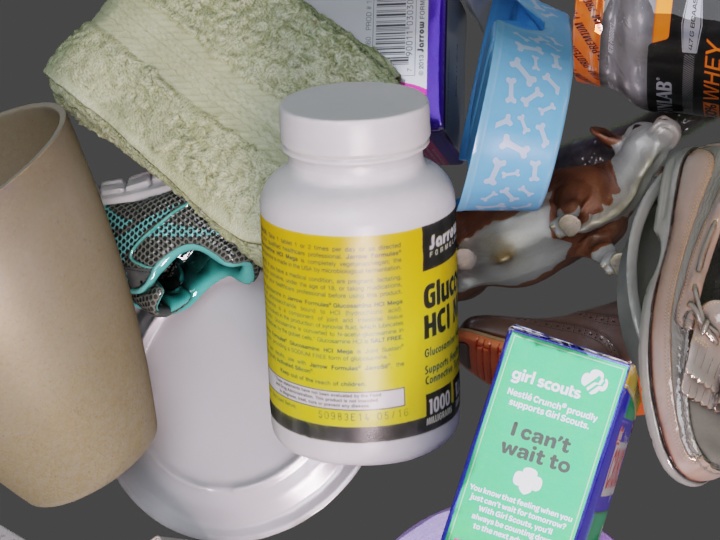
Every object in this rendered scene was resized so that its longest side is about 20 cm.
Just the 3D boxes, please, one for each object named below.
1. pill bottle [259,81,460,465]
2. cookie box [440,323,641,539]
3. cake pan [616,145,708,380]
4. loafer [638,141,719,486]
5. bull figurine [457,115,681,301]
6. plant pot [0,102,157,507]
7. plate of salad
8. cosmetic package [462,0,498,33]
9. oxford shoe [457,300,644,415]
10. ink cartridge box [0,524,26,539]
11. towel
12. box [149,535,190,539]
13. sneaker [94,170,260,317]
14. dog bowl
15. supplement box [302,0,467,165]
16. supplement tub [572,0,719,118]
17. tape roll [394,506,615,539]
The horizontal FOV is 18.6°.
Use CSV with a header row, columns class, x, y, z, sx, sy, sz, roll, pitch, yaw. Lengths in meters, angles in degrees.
class,x,y,z,sx,sy,sz,roll,pitch,yaw
pill bottle,0.000,0.000,1.253,0.112,0.113,0.201,2,110,12
cookie box,0.091,0.145,1.209,0.075,0.171,0.201,16,84,11
cake pan,0.230,0.025,1.284,0.199,0.037,0.201,10,67,-26
loafer,0.196,0.016,1.202,0.063,0.072,0.201,-19,55,43
bull figurine,0.111,-0.026,1.341,0.199,0.122,0.065,-25,106,14
plant pot,-0.209,0.034,1.311,0.187,0.187,0.201,-26,112,6
plate of salad,-0.072,0.073,1.382,0.199,0.048,0.201,-6,72,19
cosmetic package,0.136,-0.239,1.348,0.199,0.151,0.052,-32,75,4
oxford shoe,0.154,0.048,1.342,0.199,0.071,0.073,11,63,9
ink cartridge box,-0.198,0.239,1.340,0.199,0.117,0.068,28,121,16
towel,-0.082,-0.112,1.325,0.200,0.036,0.149,38,90,15
box,-0.055,0.250,1.294,0.041,0.156,0.200,-39,75,5
sneaker,-0.141,-0.009,1.378,0.199,0.078,0.092,-21,57,26
dog bowl,0.092,-0.100,1.301,0.049,0.200,0.112,12,111,-1
supplement box,-0.037,-0.123,1.388,0.199,0.103,0.102,0,80,11
supplement tub,0.233,-0.151,1.326,0.199,0.123,0.123,7,81,14
tape roll,0.090,0.238,1.312,0.199,0.066,0.201,-2,78,11
